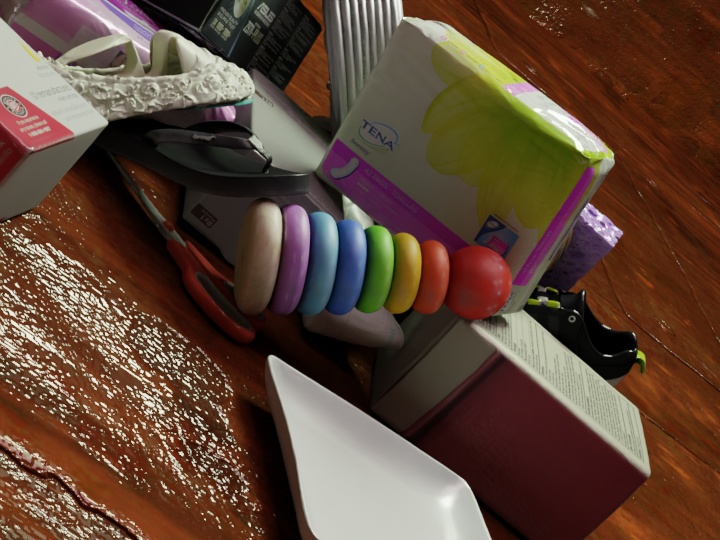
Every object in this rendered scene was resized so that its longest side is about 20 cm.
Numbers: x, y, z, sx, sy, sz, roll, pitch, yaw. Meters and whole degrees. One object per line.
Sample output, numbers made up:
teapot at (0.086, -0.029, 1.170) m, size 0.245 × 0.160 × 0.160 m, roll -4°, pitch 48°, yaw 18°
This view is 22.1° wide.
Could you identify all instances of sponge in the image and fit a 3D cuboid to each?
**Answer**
sponge at (0.120, -0.003, 1.576) m, size 0.112 × 0.200 × 0.030 m, roll 42°, pitch 37°, yaw -1°

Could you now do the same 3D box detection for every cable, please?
cable at (0.004, -0.187, 1.616) m, size 0.200 × 0.069 × 0.200 m, roll 88°, pitch -3°, yaw -51°

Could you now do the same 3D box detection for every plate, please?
plate at (0.017, 0.165, 1.221) m, size 0.200 × 0.032 × 0.200 m, roll 34°, pitch 18°, yaw -28°

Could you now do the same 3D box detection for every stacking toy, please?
stacking toy at (0.013, 0.003, 1.331) m, size 0.200 × 0.085 × 0.085 m, roll 8°, pitch 27°, yaw -12°

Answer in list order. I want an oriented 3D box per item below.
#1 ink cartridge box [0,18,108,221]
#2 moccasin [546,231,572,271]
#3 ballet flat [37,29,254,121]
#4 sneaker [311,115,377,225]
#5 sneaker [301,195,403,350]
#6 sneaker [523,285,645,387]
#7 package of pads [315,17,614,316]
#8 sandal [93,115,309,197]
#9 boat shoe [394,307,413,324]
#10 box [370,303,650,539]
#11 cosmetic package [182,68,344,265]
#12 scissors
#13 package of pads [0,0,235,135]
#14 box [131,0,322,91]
ink cartridge box at (-0.276, -0.125, 1.157) m, size 0.200 × 0.083 × 0.145 m, roll 44°, pitch 17°, yaw 1°
moccasin at (0.073, -0.054, 1.507) m, size 0.201 × 0.074 × 0.078 m, roll 34°, pitch 38°, yaw 12°
ballet flat at (-0.160, -0.144, 1.360) m, size 0.200 × 0.072 × 0.072 m, roll -14°, pitch 55°, yaw -38°
sneaker at (0.006, -0.056, 1.693) m, size 0.200 × 0.081 × 0.083 m, roll 33°, pitch 31°, yaw -5°
sneaker at (0.000, 0.000, 1.492) m, size 0.088 × 0.075 × 0.200 m, roll 24°, pitch 32°, yaw -16°
sneaker at (0.150, 0.031, 1.525) m, size 0.200 × 0.083 × 0.072 m, roll 34°, pitch 34°, yaw -16°
package of pads at (0.079, -0.085, 1.413) m, size 0.200 × 0.155 × 0.068 m, roll 39°, pitch 21°, yaw 22°
sandal at (-0.124, -0.092, 1.348) m, size 0.200 × 0.043 × 0.076 m, roll 20°, pitch 18°, yaw 32°
boat shoe at (0.067, 0.061, 1.550) m, size 0.057 × 0.069 × 0.200 m, roll -33°, pitch 82°, yaw -38°
box at (0.117, 0.110, 1.450) m, size 0.200 × 0.109 × 0.128 m, roll 40°, pitch 18°, yaw -10°
cosmetic package at (-0.077, -0.074, 1.488) m, size 0.107 × 0.090 × 0.200 m, roll 41°, pitch 14°, yaw -21°
scissors at (-0.138, -0.023, 1.347) m, size 0.200 × 0.014 × 0.073 m, roll 48°, pitch 18°, yaw 11°
package of pads at (-0.200, -0.173, 1.459) m, size 0.200 × 0.076 × 0.121 m, roll 33°, pitch 18°, yaw -32°
box at (-0.145, -0.242, 1.583) m, size 0.164 × 0.086 × 0.200 m, roll 31°, pitch -3°, yaw 21°
